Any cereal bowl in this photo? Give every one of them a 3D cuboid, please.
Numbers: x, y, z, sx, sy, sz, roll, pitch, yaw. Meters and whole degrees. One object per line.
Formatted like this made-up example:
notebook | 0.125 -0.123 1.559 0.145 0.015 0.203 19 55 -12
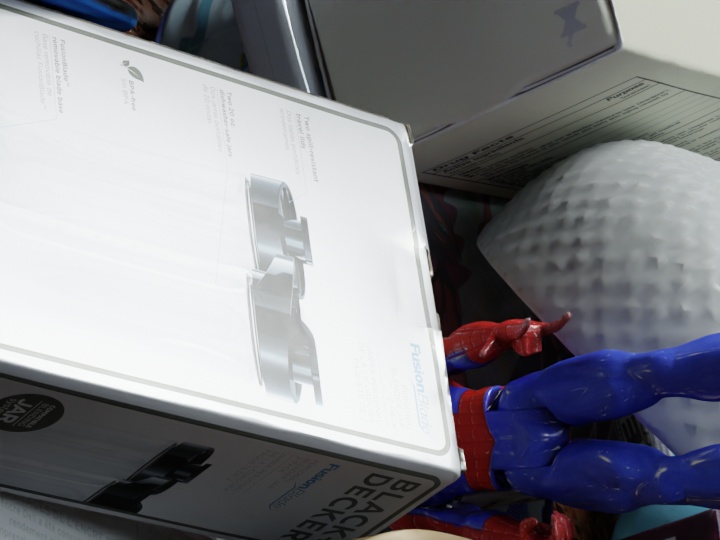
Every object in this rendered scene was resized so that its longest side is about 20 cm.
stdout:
cereal bowl | 0.134 0.028 0.899 0.200 0.083 0.200 42 5 -4

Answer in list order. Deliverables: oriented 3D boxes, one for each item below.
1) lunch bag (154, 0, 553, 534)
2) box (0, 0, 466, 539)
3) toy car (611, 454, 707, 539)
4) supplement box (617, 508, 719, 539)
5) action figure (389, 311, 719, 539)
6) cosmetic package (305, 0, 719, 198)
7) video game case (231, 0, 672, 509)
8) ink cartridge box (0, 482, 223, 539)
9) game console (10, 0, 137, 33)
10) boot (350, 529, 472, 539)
lunch bag | 0.000 0.000 1.001 0.161 0.082 0.201 38 43 -45
box | -0.074 -0.002 0.758 0.199 0.060 0.117 14 52 -34
toy car | 0.163 0.178 1.111 0.177 0.184 0.201 18 96 -81
supplement box | 0.051 0.154 0.859 0.110 0.199 0.086 38 42 -40
action figure | 0.053 0.044 0.800 0.052 0.199 0.066 -9 91 -49
cosmetic package | 0.079 -0.072 0.947 0.200 0.105 0.071 9 63 -59
video game case | 0.031 -0.022 0.960 0.182 0.023 0.201 0 73 -59
ink cartridge box | -0.087 0.084 0.814 0.148 0.076 0.201 33 41 -43
game console | -0.172 -0.139 0.768 0.200 0.118 0.171 22 49 -51
boot | -0.012 0.152 0.743 0.200 0.074 0.155 -4 73 -50
